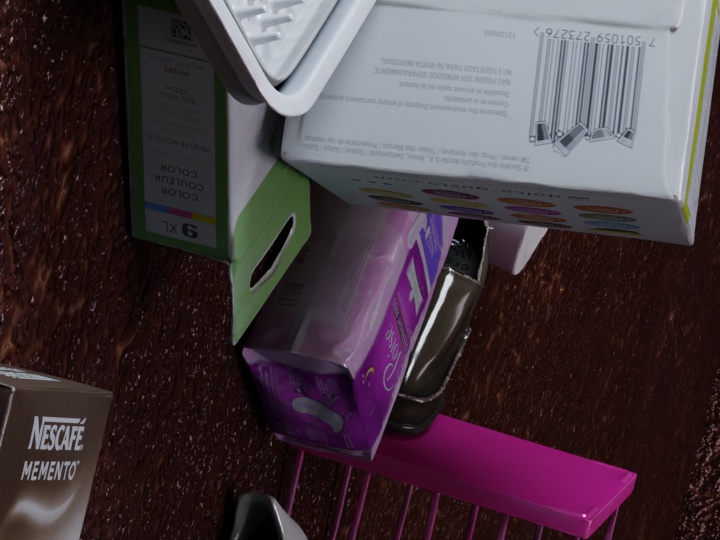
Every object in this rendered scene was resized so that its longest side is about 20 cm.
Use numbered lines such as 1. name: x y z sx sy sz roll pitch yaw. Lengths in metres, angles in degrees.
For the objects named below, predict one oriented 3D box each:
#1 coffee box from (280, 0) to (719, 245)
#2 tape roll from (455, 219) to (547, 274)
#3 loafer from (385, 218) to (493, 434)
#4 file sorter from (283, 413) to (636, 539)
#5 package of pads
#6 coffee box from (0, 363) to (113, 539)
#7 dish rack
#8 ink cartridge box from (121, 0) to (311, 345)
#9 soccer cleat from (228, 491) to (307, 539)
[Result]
1. coffee box: 0.085 -0.131 1.351 0.198 0.198 0.201 31 67 -80
2. tape roll: 0.122 -0.100 1.840 0.203 0.070 0.203 -63 173 -15
3. loafer: 0.039 0.025 1.718 0.200 0.073 0.072 -70 -177 -48
4. file sorter: 0.056 0.174 1.684 0.139 0.199 0.126 -24 129 -70
5. package of pads: 0.000 0.000 1.576 0.121 0.075 0.201 73 33 -56
6. coffee box: -0.176 0.136 1.059 0.114 0.079 0.201 13 90 -75
7. dish rack: -0.060 -0.183 1.174 0.201 0.043 0.172 60 37 -29
8. ink cartridge box: -0.070 -0.076 1.301 0.104 0.059 0.201 -59 156 -48
9. soccer cleat: -0.077 0.221 1.513 0.085 0.068 0.201 71 31 -47
